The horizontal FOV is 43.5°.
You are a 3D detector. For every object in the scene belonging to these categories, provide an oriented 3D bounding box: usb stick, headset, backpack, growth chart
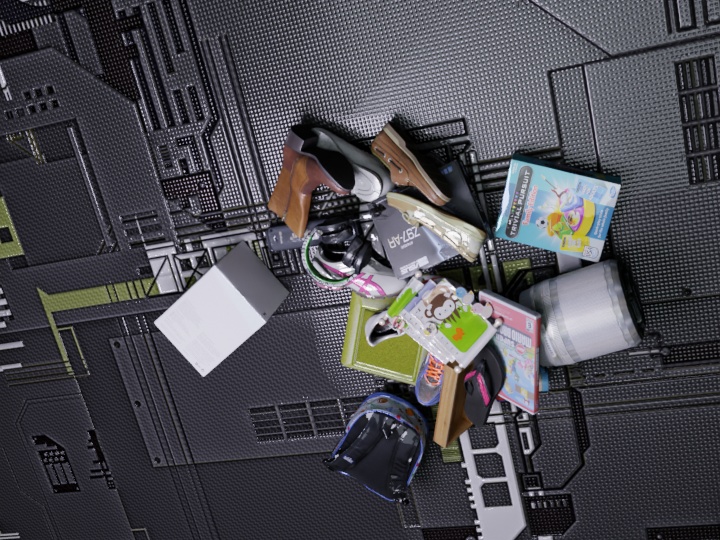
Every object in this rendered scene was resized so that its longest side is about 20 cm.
[{"bbox_3d":[-0.094,-0.075,1.790,0.197,0.033,0.056,-7,110,18],"label":"usb stick"},{"bbox_3d":[-0.028,-0.053,1.691,0.200,0.094,0.124,-42,92,17],"label":"headset"},{"bbox_3d":[0.051,0.351,1.855,0.198,0.155,0.192,26,124,-3],"label":"backpack"},{"bbox_3d":[0.149,0.089,1.656,0.199,0.018,0.146,33,91,19],"label":"growth chart"}]

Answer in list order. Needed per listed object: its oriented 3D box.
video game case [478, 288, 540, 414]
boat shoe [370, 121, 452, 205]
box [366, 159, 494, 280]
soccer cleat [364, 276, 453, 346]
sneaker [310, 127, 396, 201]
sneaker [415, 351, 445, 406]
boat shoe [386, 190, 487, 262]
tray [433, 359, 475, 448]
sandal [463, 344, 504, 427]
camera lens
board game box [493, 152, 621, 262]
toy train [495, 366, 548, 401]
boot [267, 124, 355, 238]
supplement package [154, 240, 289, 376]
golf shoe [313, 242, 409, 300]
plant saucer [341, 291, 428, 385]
[{"bbox_3d":[0.271,0.148,1.651,0.142,0.017,0.203,26,128,48],"label":"video game case"},{"bbox_3d":[0.092,-0.181,1.645,0.068,0.072,0.201,-47,58,21],"label":"boat shoe"},{"bbox_3d":[0.130,-0.093,1.692,0.198,0.043,0.162,-24,86,23],"label":"box"},{"bbox_3d":[0.092,0.082,1.719,0.199,0.085,0.069,-30,106,20],"label":"soccer cleat"},{"bbox_3d":[-0.019,-0.204,1.701,0.200,0.080,0.077,41,132,19],"label":"sneaker"},{"bbox_3d":[0.156,0.168,1.759,0.075,0.078,0.202,23,92,22],"label":"sneaker"},{"bbox_3d":[0.129,-0.085,1.632,0.199,0.073,0.064,26,100,11],"label":"boat shoe"},{"bbox_3d":[0.195,0.246,1.778,0.037,0.098,0.202,29,132,32],"label":"tray"},{"bbox_3d":[0.224,0.225,1.705,0.075,0.045,0.202,42,139,38],"label":"sandal"},{"bbox_3d":[0.407,0.079,1.642,0.198,0.160,0.162,-19,105,21],"label":"camera lens"},{"bbox_3d":[0.356,-0.114,1.642,0.197,0.047,0.153,14,114,9],"label":"board game box"},{"bbox_3d":[0.304,0.151,1.749,0.114,0.085,0.203,-5,109,5],"label":"toy train"},{"bbox_3d":[-0.099,-0.141,1.697,0.188,0.068,0.202,40,130,24],"label":"boot"},{"bbox_3d":[-0.279,0.076,1.835,0.200,0.151,0.152,-40,96,25],"label":"supplement package"},{"bbox_3d":[0.000,0.000,1.765,0.197,0.073,0.093,9,124,11],"label":"golf shoe"},{"bbox_3d":[0.061,0.139,1.824,0.197,0.048,0.202,14,114,10],"label":"plant saucer"}]
